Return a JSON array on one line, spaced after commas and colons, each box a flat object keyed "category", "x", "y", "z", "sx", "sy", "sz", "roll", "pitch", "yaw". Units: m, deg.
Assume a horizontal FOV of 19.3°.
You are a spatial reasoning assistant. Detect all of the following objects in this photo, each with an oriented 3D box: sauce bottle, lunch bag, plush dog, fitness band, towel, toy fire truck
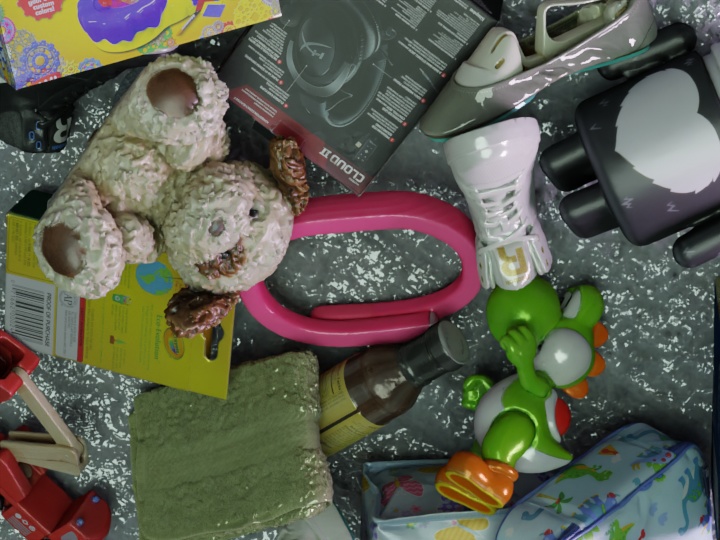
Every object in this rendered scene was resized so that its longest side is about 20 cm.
[{"category": "sauce bottle", "x": 0.002, "y": 0.102, "z": 1.727, "sx": 0.200, "sy": 0.065, "sz": 0.065, "roll": -29, "pitch": 106, "yaw": 29}, {"category": "lunch bag", "x": 0.202, "y": 0.230, "z": 1.704, "sx": 0.082, "sy": 0.200, "sz": 0.161, "roll": 21, "pitch": 130, "yaw": 42}, {"category": "lunch bag", "x": 0.103, "y": 0.249, "z": 1.763, "sx": 0.199, "sy": 0.127, "sz": 0.170, "roll": -2, "pitch": 113, "yaw": -7}, {"category": "plush dog", "x": -0.133, "y": -0.050, "z": 1.609, "sx": 0.172, "sy": 0.160, "sz": 0.200, "roll": 34, "pitch": 93, "yaw": -10}, {"category": "fitness band", "x": 0.000, "y": 0.000, "z": 1.690, "sx": 0.199, "sy": 0.037, "sz": 0.144, "roll": -6, "pitch": 135, "yaw": 8}, {"category": "towel", "x": -0.110, "y": 0.151, "z": 1.734, "sx": 0.200, "sy": 0.036, "sz": 0.149, "roll": -20, "pitch": 66, "yaw": 30}, {"category": "toy fire truck", "x": -0.274, "y": 0.155, "z": 1.779, "sx": 0.200, "sy": 0.049, "sz": 0.141, "roll": 45, "pitch": 133, "yaw": -11}]

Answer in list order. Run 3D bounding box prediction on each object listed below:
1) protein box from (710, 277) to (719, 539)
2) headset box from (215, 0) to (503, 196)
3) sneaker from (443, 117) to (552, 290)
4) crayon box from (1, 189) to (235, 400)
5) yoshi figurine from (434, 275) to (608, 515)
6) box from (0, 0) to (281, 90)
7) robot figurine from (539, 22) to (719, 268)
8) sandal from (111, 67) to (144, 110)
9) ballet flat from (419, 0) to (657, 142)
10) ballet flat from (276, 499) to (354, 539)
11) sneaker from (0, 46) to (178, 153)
[{"category": "protein box", "x": 0.344, "y": 0.132, "z": 1.644, "sx": 0.134, "sy": 0.200, "sz": 0.199, "roll": 0, "pitch": 112, "yaw": 6}, {"category": "headset box", "x": -0.009, "y": -0.168, "z": 1.630, "sx": 0.149, "sy": 0.077, "sz": 0.200, "roll": 36, "pitch": 112, "yaw": -7}, {"category": "sneaker", "x": 0.111, "y": -0.045, "z": 1.584, "sx": 0.073, "sy": 0.200, "sz": 0.116, "roll": -14, "pitch": 82, "yaw": 6}, {"category": "crayon box", "x": -0.189, "y": 0.021, "z": 1.717, "sx": 0.199, "sy": 0.051, "sz": 0.127, "roll": 15, "pitch": 120, "yaw": 13}, {"category": "yoshi figurine", "x": 0.116, "y": 0.085, "z": 1.682, "sx": 0.112, "sy": 0.200, "sz": 0.112, "roll": 16, "pitch": 158, "yaw": 40}, {"category": "box", "x": -0.190, "y": -0.229, "z": 1.525, "sx": 0.199, "sy": 0.193, "sz": 0.122, "roll": -17, "pitch": 110, "yaw": -16}, {"category": "robot figurine", "x": 0.239, "y": -0.095, "z": 1.602, "sx": 0.200, "sy": 0.125, "sz": 0.151, "roll": -23, "pitch": 113, "yaw": 11}, {"category": "sandal", "x": -0.154, "y": -0.083, "z": 1.705, "sx": 0.076, "sy": 0.043, "sz": 0.201, "roll": 3, "pitch": 119, "yaw": 14}, {"category": "ballet flat", "x": 0.126, "y": -0.163, "z": 1.575, "sx": 0.200, "sy": 0.067, "sz": 0.064, "roll": -25, "pitch": 120, "yaw": -11}, {"category": "ballet flat", "x": -0.026, "y": 0.247, "z": 1.699, "sx": 0.069, "sy": 0.069, "sz": 0.200, "roll": -41, "pitch": 68, "yaw": 20}, {"category": "sneaker", "x": -0.222, "y": -0.145, "z": 1.657, "sx": 0.199, "sy": 0.073, "sz": 0.112, "roll": 5, "pitch": 115, "yaw": 26}]
